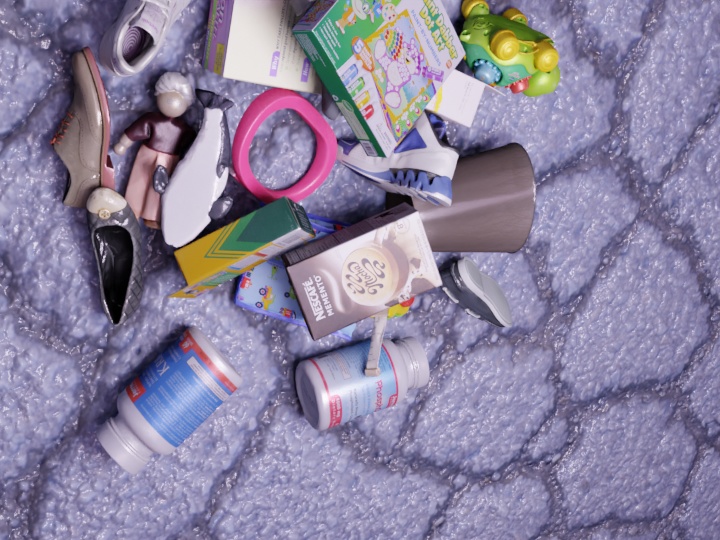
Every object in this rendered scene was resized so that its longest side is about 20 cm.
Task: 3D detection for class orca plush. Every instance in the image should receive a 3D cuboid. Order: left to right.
[{"bbox_3d":[-0.215,-0.133,1.154,0.103,0.071,0.205,4,103,-6],"label":"orca plush"}]

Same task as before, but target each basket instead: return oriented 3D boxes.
[{"bbox_3d":[0.149,-0.100,1.355,0.196,0.137,0.184,-8,126,-21],"label":"basket"}]

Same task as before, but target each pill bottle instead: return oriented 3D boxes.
[{"bbox_3d":[-0.271,0.185,1.243,0.200,0.112,0.113,-44,122,-8],"label":"pill bottle"},{"bbox_3d":[0.005,0.170,1.387,0.196,0.108,0.111,-15,115,-22],"label":"pill bottle"}]

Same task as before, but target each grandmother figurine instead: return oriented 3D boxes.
[{"bbox_3d":[-0.259,-0.158,1.158,0.119,0.060,0.204,4,109,-38],"label":"grandmother figurine"}]

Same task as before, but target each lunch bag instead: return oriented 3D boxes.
[{"bbox_3d":[-0.088,-0.003,1.296,0.196,0.094,0.154,15,103,-21],"label":"lunch bag"}]

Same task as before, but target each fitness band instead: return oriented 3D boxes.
[{"bbox_3d":[-0.105,-0.162,1.207,0.145,0.037,0.200,-54,149,-2],"label":"fitness band"}]

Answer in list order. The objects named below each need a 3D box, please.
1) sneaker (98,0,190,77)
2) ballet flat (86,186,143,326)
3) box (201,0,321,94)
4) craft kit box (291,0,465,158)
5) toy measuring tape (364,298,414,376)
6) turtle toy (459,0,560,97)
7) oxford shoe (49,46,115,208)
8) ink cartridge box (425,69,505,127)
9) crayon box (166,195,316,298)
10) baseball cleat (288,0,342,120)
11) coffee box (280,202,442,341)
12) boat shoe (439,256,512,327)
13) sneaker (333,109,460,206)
[{"bbox_3d":[-0.245,-0.322,1.080,0.074,0.099,0.203,27,93,-30],"label":"sneaker"},{"bbox_3d":[-0.316,-0.017,1.148,0.065,0.057,0.203,0,127,0],"label":"ballet flat"},{"bbox_3d":[-0.091,-0.333,1.160,0.196,0.096,0.180,3,107,-30],"label":"box"},{"bbox_3d":[0.030,-0.282,1.098,0.199,0.048,0.201,-56,132,-23],"label":"craft kit box"},{"bbox_3d":[0.045,0.073,1.371,0.073,0.073,0.204,23,65,-32],"label":"toy measuring tape"},{"bbox_3d":[0.225,-0.320,1.321,0.196,0.147,0.102,8,127,-29],"label":"turtle toy"},{"bbox_3d":[-0.348,-0.172,1.098,0.073,0.070,0.205,-7,110,-20],"label":"oxford shoe"},{"bbox_3d":[0.097,-0.263,1.268,0.197,0.117,0.069,17,100,-28],"label":"ink cartridge box"},{"bbox_3d":[-0.166,-0.029,1.190,0.197,0.126,0.052,-27,85,5],"label":"crayon box"},{"bbox_3d":[-0.047,-0.296,1.109,0.104,0.070,0.205,7,95,-24],"label":"baseball cleat"},{"bbox_3d":[0.000,0.000,1.230,0.196,0.080,0.115,-23,107,-6],"label":"coffee box"},{"bbox_3d":[0.192,0.042,1.472,0.059,0.077,0.200,-22,137,24],"label":"boat shoe"},{"bbox_3d":[0.066,-0.170,1.255,0.080,0.197,0.117,29,84,-55],"label":"sneaker"}]
